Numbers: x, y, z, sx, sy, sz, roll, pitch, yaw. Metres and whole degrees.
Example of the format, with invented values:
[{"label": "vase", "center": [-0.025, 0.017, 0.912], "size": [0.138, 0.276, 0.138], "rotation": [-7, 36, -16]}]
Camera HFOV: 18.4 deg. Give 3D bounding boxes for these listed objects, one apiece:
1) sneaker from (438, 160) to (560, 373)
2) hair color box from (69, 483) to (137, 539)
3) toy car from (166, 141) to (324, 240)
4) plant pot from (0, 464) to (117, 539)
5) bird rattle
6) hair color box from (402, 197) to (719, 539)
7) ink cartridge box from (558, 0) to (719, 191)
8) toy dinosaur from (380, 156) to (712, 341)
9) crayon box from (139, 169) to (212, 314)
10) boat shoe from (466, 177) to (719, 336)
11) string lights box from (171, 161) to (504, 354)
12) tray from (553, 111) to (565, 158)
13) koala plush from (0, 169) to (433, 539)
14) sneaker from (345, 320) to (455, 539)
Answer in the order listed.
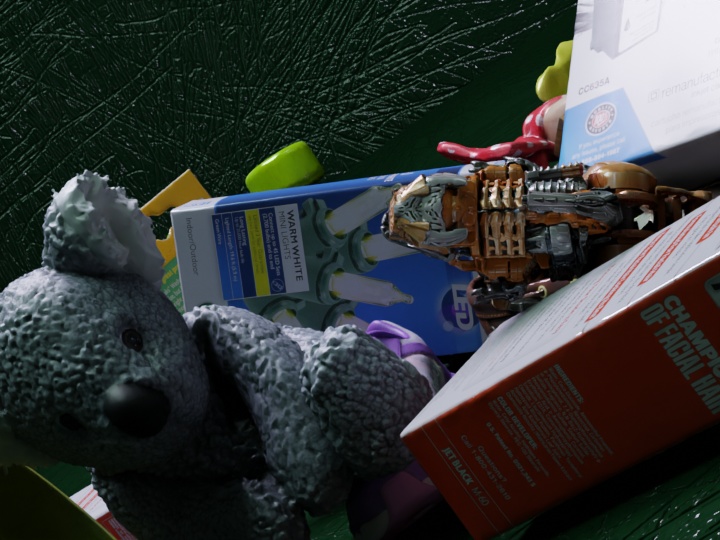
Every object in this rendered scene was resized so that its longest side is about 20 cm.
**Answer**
[{"label": "sneaker", "center": [0.093, -0.001, 1.383], "size": [0.200, 0.060, 0.104], "rotation": [-50, 12, -18]}, {"label": "hair color box", "center": [-0.157, 0.175, 1.522], "size": [0.200, 0.064, 0.111], "rotation": [-31, 10, 38]}, {"label": "toy car", "center": [-0.022, -0.005, 1.690], "size": [0.158, 0.165, 0.200], "rotation": [-34, -3, 23]}, {"label": "plant pot", "center": [-0.207, 0.207, 1.091], "size": [0.193, 0.200, 0.200], "rotation": [-49, 6, 3]}, {"label": "bird rattle", "center": [0.149, -0.114, 1.450], "size": [0.163, 0.113, 0.200], "rotation": [-40, -11, 38]}, {"label": "hair color box", "center": [0.124, 0.030, 0.938], "size": [0.200, 0.064, 0.111], "rotation": [-34, 5, 39]}, {"label": "ink cartridge box", "center": [0.192, -0.137, 1.206], "size": [0.146, 0.086, 0.201], "rotation": [-19, 57, 48]}, {"label": "toy dinosaur", "center": [0.108, -0.011, 1.056], "size": [0.136, 0.199, 0.102], "rotation": [135, 156, -73]}, {"label": "crayon box", "center": [-0.097, 0.047, 1.472], "size": [0.052, 0.200, 0.126], "rotation": [-32, 8, 38]}, {"label": "boat shoe", "center": [0.140, -0.008, 1.164], "size": [0.200, 0.070, 0.070], "rotation": [-32, 7, 33]}, {"label": "string lights box", "center": [0.000, 0.000, 1.285], "size": [0.199, 0.103, 0.059], "rotation": [-8, 6, 9]}, {"label": "tray", "center": [0.216, -0.108, 1.327], "size": [0.200, 0.099, 0.037], "rotation": [-40, -27, -31]}, {"label": "koala plush", "center": [-0.101, 0.063, 1.074], "size": [0.178, 0.200, 0.184], "rotation": [-58, 23, 5]}, {"label": "sneaker", "center": [0.013, 0.078, 1.166], "size": [0.080, 0.089, 0.200], "rotation": [-35, 8, 11]}]
